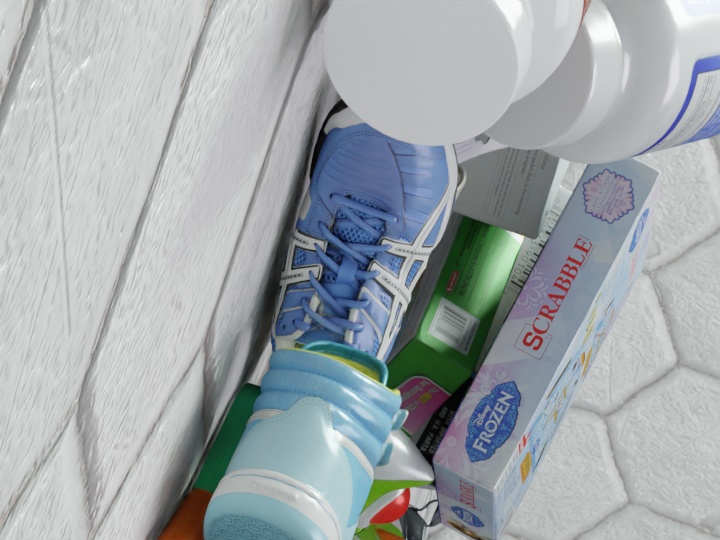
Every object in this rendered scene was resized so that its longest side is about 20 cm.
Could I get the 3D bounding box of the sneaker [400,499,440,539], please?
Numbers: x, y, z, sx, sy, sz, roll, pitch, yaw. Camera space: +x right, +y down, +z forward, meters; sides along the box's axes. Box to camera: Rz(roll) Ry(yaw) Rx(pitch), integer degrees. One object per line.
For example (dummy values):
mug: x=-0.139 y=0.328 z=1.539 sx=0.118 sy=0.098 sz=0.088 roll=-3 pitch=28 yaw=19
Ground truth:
sneaker: x=-0.014 y=0.224 z=1.878 sx=0.076 sy=0.113 sz=0.201 roll=82 pitch=28 yaw=-78

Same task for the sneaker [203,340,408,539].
sneaker: x=-0.023 y=0.111 z=1.378 sx=0.200 sy=0.079 sz=0.131 roll=102 pitch=9 yaw=-60

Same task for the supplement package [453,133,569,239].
supplement package: x=0.091 y=-0.151 z=1.632 sx=0.156 sy=0.110 sz=0.201 roll=-62 pitch=170 yaw=-57

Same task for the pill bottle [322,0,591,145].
pill bottle: x=0.050 y=-0.139 z=1.252 sx=0.200 sy=0.112 sz=0.113 roll=-64 pitch=171 yaw=-54

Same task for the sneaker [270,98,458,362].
sneaker: x=0.000 y=0.000 z=1.403 sx=0.077 sy=0.075 sz=0.201 roll=-76 pitch=178 yaw=-48

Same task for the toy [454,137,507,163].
toy: x=0.054 y=-0.159 z=1.449 sx=0.115 sy=0.047 sz=0.201 roll=-21 pitch=121 yaw=-52

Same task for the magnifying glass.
magnifying glass: x=-0.071 y=0.110 z=1.394 sx=0.200 sy=0.022 sz=0.080 roll=-51 pitch=159 yaw=-73

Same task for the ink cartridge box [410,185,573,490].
ink cartridge box: x=0.060 y=0.041 z=1.803 sx=0.199 sy=0.043 sz=0.200 roll=-62 pitch=-170 yaw=-6

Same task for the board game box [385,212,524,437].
board game box: x=0.025 y=0.044 z=1.717 sx=0.200 sy=0.040 sz=0.153 roll=-49 pitch=-166 yaw=49

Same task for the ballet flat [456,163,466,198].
ballet flat: x=0.030 y=-0.076 z=1.509 sx=0.072 sy=0.072 sz=0.201 roll=70 pitch=39 yaw=-82

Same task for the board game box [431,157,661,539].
board game box: x=0.104 y=0.048 z=1.636 sx=0.200 sy=0.041 sz=0.200 roll=-61 pitch=171 yaw=-12

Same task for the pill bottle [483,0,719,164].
pill bottle: x=0.132 y=-0.113 z=1.439 sx=0.200 sy=0.112 sz=0.113 roll=-14 pitch=128 yaw=-52

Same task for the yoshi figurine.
yoshi figurine: x=-0.032 y=0.119 z=1.582 sx=0.112 sy=0.112 sz=0.201 roll=-22 pitch=137 yaw=-17
